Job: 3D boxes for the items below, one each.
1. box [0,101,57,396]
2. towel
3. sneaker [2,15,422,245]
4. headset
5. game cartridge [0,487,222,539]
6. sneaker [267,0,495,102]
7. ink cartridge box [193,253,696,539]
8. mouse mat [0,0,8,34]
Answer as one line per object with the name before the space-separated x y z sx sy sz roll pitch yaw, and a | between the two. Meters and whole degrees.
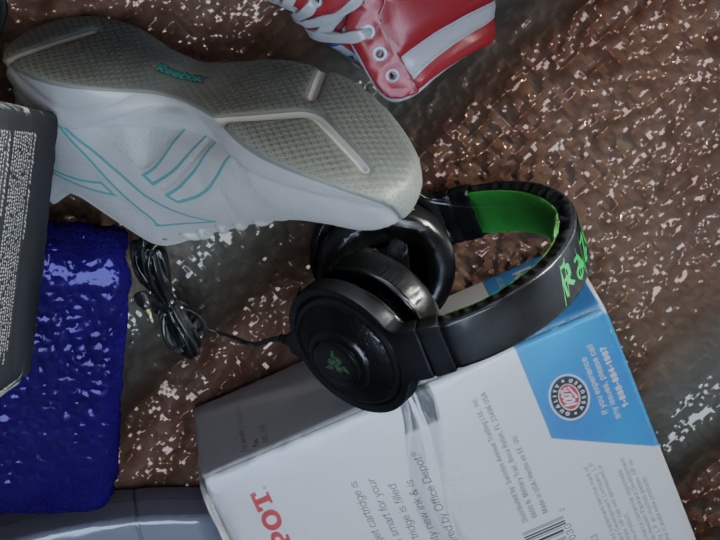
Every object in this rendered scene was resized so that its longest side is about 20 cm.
box | -0.231 -0.017 0.898 0.198 0.197 0.125 8 91 -1
towel | -0.205 0.038 1.056 0.198 0.050 0.149 3 115 -8
sneaker | -0.061 -0.049 1.004 0.199 0.070 0.081 18 129 25
headset | 0.000 0.000 1.037 0.199 0.124 0.094 -15 117 17
game cartridge | -0.149 0.179 1.134 0.199 0.042 0.134 -16 118 -1
sneaker | -0.032 -0.126 1.003 0.198 0.071 0.113 -5 110 -9
ink cartridge box | 0.039 0.100 1.100 0.199 0.086 0.147 -23 114 3
mouse mat | -0.258 -0.058 1.034 0.160 0.008 0.201 17 108 -15
